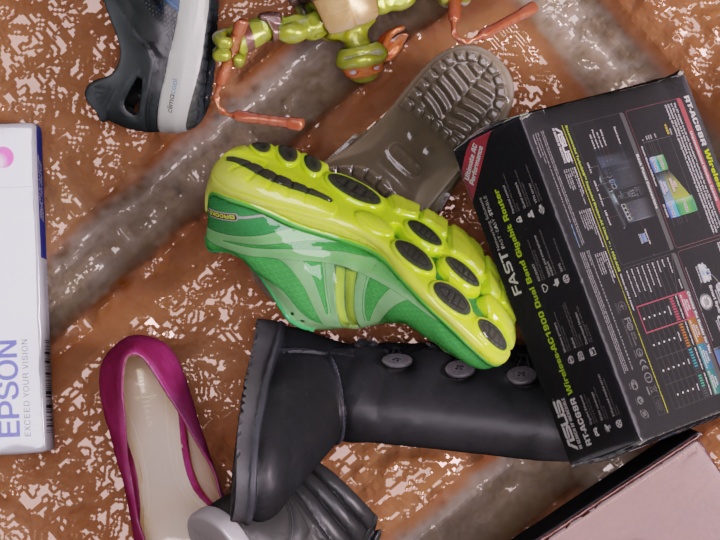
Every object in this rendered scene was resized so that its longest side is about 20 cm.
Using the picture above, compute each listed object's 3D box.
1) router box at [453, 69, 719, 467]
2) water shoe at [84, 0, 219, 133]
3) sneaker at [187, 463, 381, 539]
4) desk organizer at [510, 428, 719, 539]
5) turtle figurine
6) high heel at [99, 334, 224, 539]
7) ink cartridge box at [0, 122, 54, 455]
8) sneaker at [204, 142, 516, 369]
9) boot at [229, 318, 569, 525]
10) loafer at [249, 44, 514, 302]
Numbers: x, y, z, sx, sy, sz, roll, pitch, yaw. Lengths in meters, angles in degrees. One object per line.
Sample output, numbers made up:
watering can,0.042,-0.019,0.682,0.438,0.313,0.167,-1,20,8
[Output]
router box,0.153,-0.003,1.699,0.150,0.062,0.200,-15,84,-43
water shoe,-0.121,-0.182,1.747,0.079,0.072,0.200,6,87,5
sneaker,-0.015,0.199,1.733,0.099,0.071,0.200,-37,110,-29
desk organizer,0.132,0.178,1.733,0.200,0.072,0.077,-33,91,-1
turtle figurine,-0.007,-0.179,1.748,0.200,0.064,0.162,-17,101,-3
high heel,-0.105,0.135,1.723,0.067,0.096,0.200,-11,88,0
ink cartridge box,-0.285,0.014,1.757,0.200,0.043,0.197,-3,88,-1
sneaker,0.000,0.000,1.691,0.200,0.074,0.084,30,127,10
boot,0.030,0.093,1.700,0.200,0.165,0.066,8,128,0
loafer,0.019,-0.051,1.745,0.200,0.068,0.076,-41,82,15
